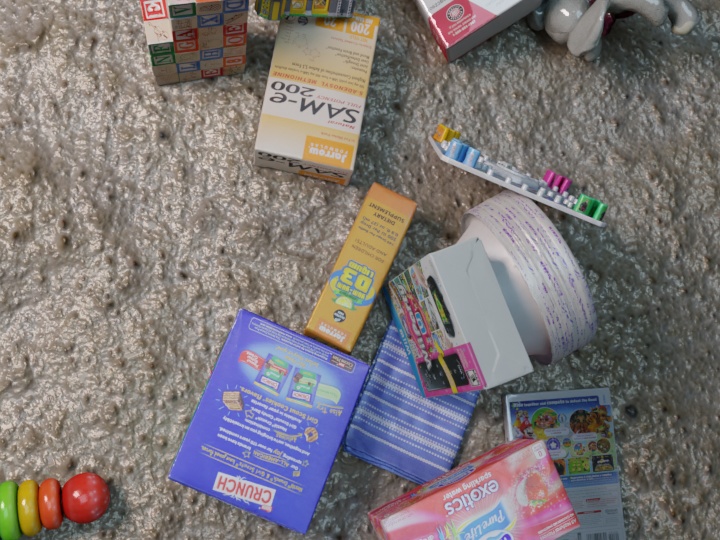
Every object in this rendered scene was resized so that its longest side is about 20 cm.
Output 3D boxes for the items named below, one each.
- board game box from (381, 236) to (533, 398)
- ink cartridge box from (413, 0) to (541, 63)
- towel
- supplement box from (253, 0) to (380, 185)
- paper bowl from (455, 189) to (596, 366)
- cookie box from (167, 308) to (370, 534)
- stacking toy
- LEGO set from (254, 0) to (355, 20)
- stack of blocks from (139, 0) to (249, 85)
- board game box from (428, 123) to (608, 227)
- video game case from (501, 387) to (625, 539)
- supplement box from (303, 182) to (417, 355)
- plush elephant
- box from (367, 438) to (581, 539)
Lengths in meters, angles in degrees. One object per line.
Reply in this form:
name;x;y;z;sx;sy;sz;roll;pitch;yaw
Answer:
board game box;0.100;0.060;0.897;0.063;0.200;0.149;-19;84;-15
ink cartridge box;0.124;-0.398;1.034;0.144;0.083;0.202;-30;86;10
towel;0.074;0.152;0.987;0.143;0.024;0.202;25;78;-6
supplement box;-0.054;-0.221;1.001;0.124;0.074;0.203;10;79;-7
paper bowl;0.175;0.017;0.933;0.103;0.201;0.203;-27;86;-4
cookie box;-0.105;0.171;0.927;0.169;0.075;0.202;24;77;-5
stacking toy;-0.375;0.258;0.873;0.197;0.085;0.087;-8;82;-17
LEGO set;-0.074;-0.393;0.957;0.151;0.117;0.202;1;46;-16
stack of blocks;-0.191;-0.286;0.924;0.113;0.200;0.060;-11;83;-12
board game box;0.183;-0.120;0.964;0.197;0.200;0.026;22;105;-5
video game case;0.254;0.253;1.003;0.141;0.018;0.203;-2;81;-9
supplement box;0.000;0.000;0.978;0.066;0.069;0.202;25;80;-2
plush elephant;0.311;-0.346;1.053;0.198;0.155;0.166;23;31;-37
box;0.120;0.270;0.870;0.198;0.095;0.104;-22;83;-12
